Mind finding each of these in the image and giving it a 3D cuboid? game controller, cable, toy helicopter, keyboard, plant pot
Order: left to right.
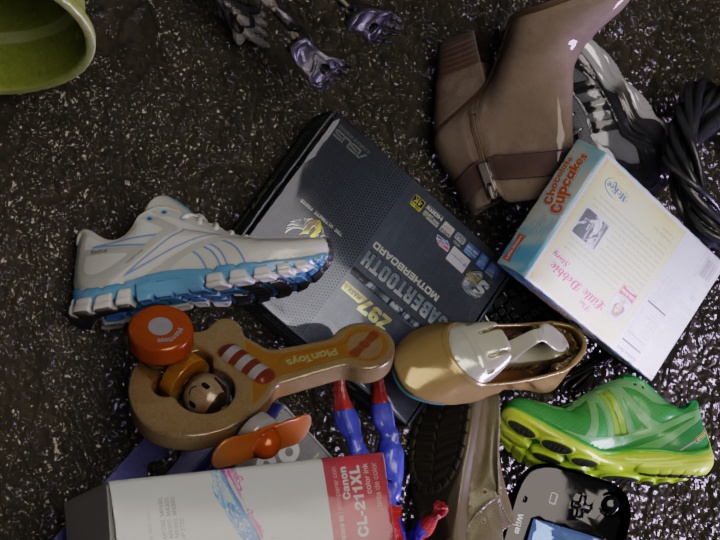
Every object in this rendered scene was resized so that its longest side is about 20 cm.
[{"bbox_3d":[-0.271,-0.249,1.389,0.199,0.200,0.185,15,67,-24],"label":"plant pot"},{"bbox_3d":[-0.066,0.082,1.430,0.199,0.079,0.133,-13,45,-18],"label":"toy helicopter"},{"bbox_3d":[0.147,0.257,1.597,0.104,0.042,0.201,19,83,-25],"label":"game controller"},{"bbox_3d":[0.187,0.028,1.664,0.200,0.021,0.127,-34,99,-24],"label":"keyboard"},{"bbox_3d":[0.312,-0.085,1.674,0.200,0.051,0.164,5,76,-53],"label":"cable"}]

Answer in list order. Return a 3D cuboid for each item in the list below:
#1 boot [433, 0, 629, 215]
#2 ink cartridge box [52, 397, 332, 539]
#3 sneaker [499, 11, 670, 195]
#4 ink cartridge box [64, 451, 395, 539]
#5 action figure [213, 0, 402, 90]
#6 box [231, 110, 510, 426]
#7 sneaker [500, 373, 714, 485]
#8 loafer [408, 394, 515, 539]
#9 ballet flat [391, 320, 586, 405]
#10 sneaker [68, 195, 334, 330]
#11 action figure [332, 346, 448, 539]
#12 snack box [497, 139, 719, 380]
[{"bbox_3d":[0.142,-0.130,1.571,0.070,0.199,0.147,-8,82,-52],"label":"boot"},{"bbox_3d":[-0.094,0.202,1.496,0.200,0.047,0.198,48,68,-16],"label":"ink cartridge box"},{"bbox_3d":[0.172,-0.113,1.638,0.200,0.075,0.114,43,67,-17],"label":"sneaker"},{"bbox_3d":[-0.094,0.183,1.394,0.199,0.146,0.083,-3,79,-22],"label":"ink cartridge box"},{"bbox_3d":[-0.064,-0.221,1.523,0.119,0.102,0.200,-44,63,4],"label":"action figure"},{"bbox_3d":[0.000,0.000,1.555,0.200,0.051,0.158,41,73,-16],"label":"box"},{"bbox_3d":[0.195,0.126,1.636,0.199,0.074,0.084,11,66,-26],"label":"sneaker"},{"bbox_3d":[0.081,0.175,1.569,0.067,0.076,0.201,18,73,-35],"label":"loafer"},{"bbox_3d":[0.102,0.060,1.534,0.199,0.063,0.069,-3,63,-51],"label":"ballet flat"},{"bbox_3d":[-0.119,-0.016,1.456,0.199,0.075,0.087,-8,74,6],"label":"sneaker"},{"bbox_3d":[0.024,0.161,1.482,0.065,0.099,0.201,-9,95,-24],"label":"action figure"},{"bbox_3d":[0.202,-0.005,1.593,0.200,0.037,0.116,37,85,-43],"label":"snack box"}]
